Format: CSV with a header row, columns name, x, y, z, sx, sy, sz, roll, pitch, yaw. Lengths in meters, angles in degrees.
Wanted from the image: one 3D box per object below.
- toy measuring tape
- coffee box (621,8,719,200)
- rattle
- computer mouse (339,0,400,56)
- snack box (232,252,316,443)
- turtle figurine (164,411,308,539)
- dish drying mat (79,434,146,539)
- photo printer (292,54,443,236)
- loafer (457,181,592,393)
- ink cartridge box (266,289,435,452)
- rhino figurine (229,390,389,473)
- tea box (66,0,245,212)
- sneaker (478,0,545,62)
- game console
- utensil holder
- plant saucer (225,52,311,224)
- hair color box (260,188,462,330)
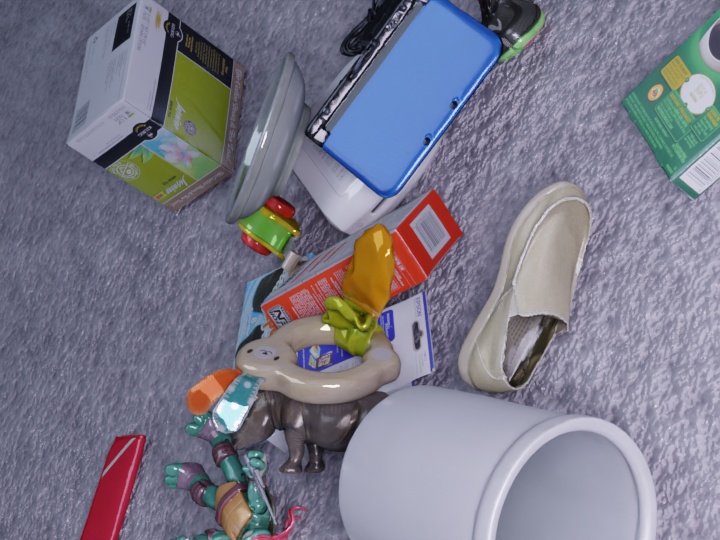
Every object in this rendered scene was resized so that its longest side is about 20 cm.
name,x,y,z,sx,sy,sz,roll,pitch,yaw
toy measuring tape,-0.106,-0.045,1.440,0.074,0.073,0.200,-53,13,8
coffee box,0.322,-0.167,1.050,0.200,0.044,0.124,-45,37,22
rattle,-0.061,0.054,1.149,0.144,0.197,0.131,100,157,-44
computer mouse,0.053,-0.291,1.489,0.139,0.052,0.200,-54,24,5
snack box,-0.093,0.090,1.395,0.115,0.037,0.203,-24,48,40
turtle figurine,-0.136,0.240,1.284,0.150,0.100,0.200,-49,38,4
dish drying mat,-0.312,0.299,1.537,0.076,0.018,0.203,-10,57,48
photo printer,0.004,-0.137,1.413,0.167,0.069,0.200,-51,35,10
loafer,0.157,0.022,1.101,0.068,0.075,0.202,30,99,55
ink cartridge box,-0.006,0.102,1.253,0.198,0.039,0.101,-24,47,24
rhino figurine,-0.049,0.149,1.195,0.197,0.060,0.089,6,87,23
tea box,-0.276,-0.228,1.727,0.133,0.196,0.202,-28,44,35
sneaker,0.142,-0.300,1.346,0.076,0.083,0.202,-38,40,29
game console,0.043,-0.190,1.331,0.201,0.118,0.171,-52,4,5
utensil holder,0.098,0.182,0.968,0.199,0.169,0.172,7,71,55
plant saucer,-0.096,-0.141,1.405,0.200,0.050,0.203,-159,89,-81
hair color box,0.000,0.000,1.288,0.199,0.062,0.102,-28,12,38
